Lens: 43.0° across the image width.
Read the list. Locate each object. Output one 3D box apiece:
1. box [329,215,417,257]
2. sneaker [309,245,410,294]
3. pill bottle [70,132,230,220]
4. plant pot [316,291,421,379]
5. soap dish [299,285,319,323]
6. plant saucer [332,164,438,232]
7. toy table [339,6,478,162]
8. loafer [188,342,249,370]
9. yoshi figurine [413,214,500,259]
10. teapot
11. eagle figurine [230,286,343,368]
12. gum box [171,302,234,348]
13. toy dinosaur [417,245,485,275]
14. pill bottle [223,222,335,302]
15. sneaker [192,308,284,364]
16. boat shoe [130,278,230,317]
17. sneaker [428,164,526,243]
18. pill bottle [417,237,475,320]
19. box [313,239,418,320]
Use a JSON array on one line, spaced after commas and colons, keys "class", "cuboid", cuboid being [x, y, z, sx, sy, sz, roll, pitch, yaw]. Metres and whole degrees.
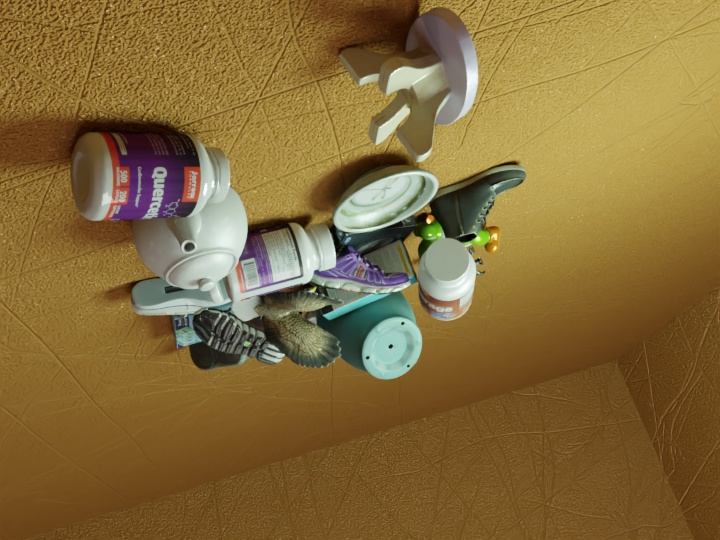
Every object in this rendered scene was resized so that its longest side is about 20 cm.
[{"class": "box", "cuboid": [0.000, -0.050, 1.799, 0.158, 0.044, 0.200, -9, 157, -29]}, {"class": "sneaker", "cuboid": [0.000, 0.000, 1.711, 0.196, 0.085, 0.081, 9, 178, -10]}, {"class": "pill bottle", "cuboid": [-0.279, -0.127, 1.227, 0.197, 0.114, 0.112, -5, 156, -36]}, {"class": "plant pot", "cuboid": [0.030, 0.123, 1.877, 0.196, 0.188, 0.204, -8, 114, -19]}, {"class": "soap dish", "cuboid": [-0.050, 0.076, 2.021, 0.197, 0.082, 0.158, -15, 160, -17]}, {"class": "plant saucer", "cuboid": [0.038, -0.137, 1.606, 0.197, 0.051, 0.201, -19, 160, -7]}, {"class": "toy table", "cuboid": [0.068, -0.246, 1.208, 0.116, 0.184, 0.201, -32, 154, -16]}, {"class": "loafer", "cuboid": [-0.296, 0.173, 1.970, 0.198, 0.077, 0.069, 0, -169, 42]}, {"class": "yoshi figurine", "cuboid": [0.187, -0.058, 1.878, 0.197, 0.114, 0.112, -2, 160, -35]}, {"class": "teapot", "cuboid": [-0.258, -0.036, 1.434, 0.198, 0.148, 0.197, 1, 152, -47]}, {"class": "eagle figurine", "cuboid": [-0.129, 0.077, 1.727, 0.152, 0.199, 0.151, -53, 141, -1]}, {"class": "gum box", "cuboid": [-0.287, 0.087, 1.868, 0.197, 0.045, 0.170, -15, 159, -16]}, {"class": "toy dinosaur", "cuboid": [0.214, -0.019, 2.079, 0.101, 0.078, 0.198, -20, 169, 36]}, {"class": "pill bottle", "cuboid": [-0.149, -0.021, 1.628, 0.197, 0.113, 0.112, -15, 160, -15]}, {"class": "sneaker", "cuboid": [-0.245, 0.115, 1.818, 0.198, 0.116, 0.076, 27, 107, -21]}, {"class": "boat shoe", "cuboid": [-0.328, 0.054, 1.700, 0.199, 0.076, 0.086, -10, 157, -22]}, {"class": "sneaker", "cuboid": [0.238, -0.123, 1.753, 0.197, 0.108, 0.075, -21, 160, 2]}, {"class": "pill bottle", "cuboid": [0.164, 0.015, 1.745, 0.110, 0.114, 0.200, -19, 159, -3]}, {"class": "box", "cuboid": [0.008, 0.020, 1.799, 0.197, 0.083, 0.049, -23, 160, 9]}]
